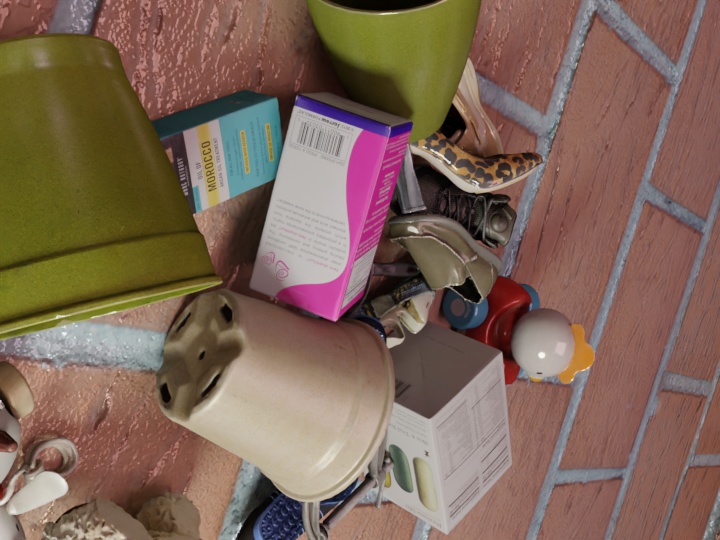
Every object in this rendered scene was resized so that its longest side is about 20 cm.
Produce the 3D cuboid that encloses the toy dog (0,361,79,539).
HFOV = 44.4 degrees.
[{"bbox_3d":[-0.296,0.172,0.728,0.132,0.096,0.201,-46,140,-25],"label":"toy dog"}]

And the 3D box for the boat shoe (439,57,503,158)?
[{"bbox_3d":[0.121,-0.181,1.109,0.069,0.073,0.201,-44,126,-24],"label":"boat shoe"}]

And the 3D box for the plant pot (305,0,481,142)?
[{"bbox_3d":[0.039,-0.239,0.921,0.187,0.186,0.201,-46,150,-27],"label":"plant pot"}]

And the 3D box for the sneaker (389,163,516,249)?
[{"bbox_3d":[0.126,-0.081,1.118,0.198,0.113,0.077,15,93,-48],"label":"sneaker"}]

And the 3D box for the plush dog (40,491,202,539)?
[{"bbox_3d":[-0.228,0.323,0.840,0.172,0.161,0.200,-48,157,9],"label":"plush dog"}]

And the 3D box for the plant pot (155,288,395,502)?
[{"bbox_3d":[-0.097,0.112,0.896,0.183,0.199,0.202,30,82,-39],"label":"plant pot"}]

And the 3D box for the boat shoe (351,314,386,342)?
[{"bbox_3d":[-0.022,0.150,1.022,0.069,0.083,0.202,-90,-158,-71],"label":"boat shoe"}]

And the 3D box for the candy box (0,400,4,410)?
[{"bbox_3d":[-0.366,0.129,0.609,0.200,0.135,0.061,-50,139,-22],"label":"candy box"}]

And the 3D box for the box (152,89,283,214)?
[{"bbox_3d":[-0.160,-0.101,0.823,0.199,0.049,0.083,-30,127,-39],"label":"box"}]

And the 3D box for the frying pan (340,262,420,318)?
[{"bbox_3d":[-0.004,-0.016,1.046,0.189,0.031,0.116,-31,117,-41],"label":"frying pan"}]

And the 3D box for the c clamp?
[{"bbox_3d":[-0.010,0.257,1.045,0.199,0.027,0.173,-25,129,-54],"label":"c clamp"}]

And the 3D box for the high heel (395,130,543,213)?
[{"bbox_3d":[0.121,-0.160,1.053,0.198,0.071,0.144,-16,94,-16],"label":"high heel"}]

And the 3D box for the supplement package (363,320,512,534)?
[{"bbox_3d":[0.092,0.199,1.162,0.150,0.151,0.202,-36,130,-33],"label":"supplement package"}]

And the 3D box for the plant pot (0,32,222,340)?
[{"bbox_3d":[-0.220,-0.061,0.651,0.199,0.199,0.196,-13,90,-46],"label":"plant pot"}]

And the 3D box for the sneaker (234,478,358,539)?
[{"bbox_3d":[-0.080,0.283,1.067,0.071,0.078,0.199,55,37,5],"label":"sneaker"}]

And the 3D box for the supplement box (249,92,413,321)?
[{"bbox_3d":[-0.030,-0.067,0.896,0.103,0.100,0.202,-36,145,-70],"label":"supplement box"}]

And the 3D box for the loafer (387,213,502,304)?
[{"bbox_3d":[0.107,-0.013,1.091,0.199,0.075,0.071,27,70,-39],"label":"loafer"}]

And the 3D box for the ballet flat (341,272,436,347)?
[{"bbox_3d":[0.043,0.058,1.108,0.199,0.074,0.075,-26,124,-36],"label":"ballet flat"}]

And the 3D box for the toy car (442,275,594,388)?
[{"bbox_3d":[0.235,0.113,1.257,0.183,0.199,0.179,1,105,-49],"label":"toy car"}]
